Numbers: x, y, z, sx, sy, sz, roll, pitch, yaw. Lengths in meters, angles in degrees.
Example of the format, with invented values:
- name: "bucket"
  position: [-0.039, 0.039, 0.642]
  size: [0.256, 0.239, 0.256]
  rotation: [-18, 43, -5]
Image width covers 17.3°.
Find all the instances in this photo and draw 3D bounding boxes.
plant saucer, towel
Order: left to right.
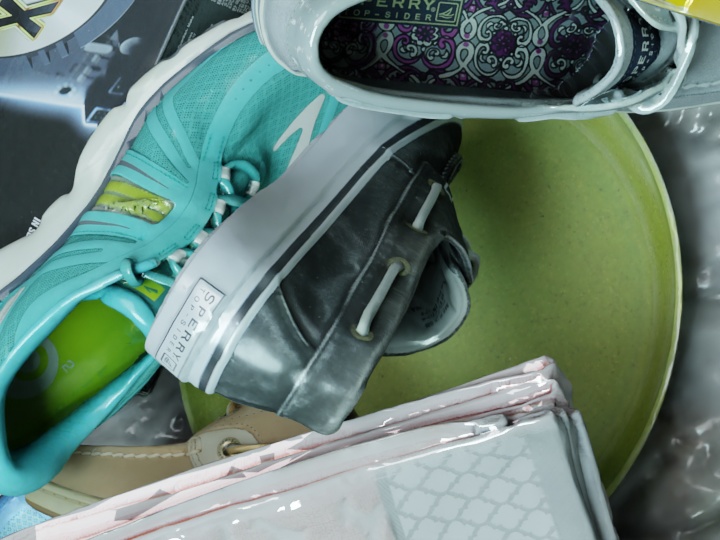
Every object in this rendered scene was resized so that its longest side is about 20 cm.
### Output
- name: "towel"
  position: [-0.001, 0.139, 0.718]
  size: [0.190, 0.201, 0.032]
  rotation: [-19, 28, 4]
- name: "plant saucer"
  position: [0.025, 0.013, 0.827]
  size: [0.199, 0.031, 0.201]
  rotation: [-5, 79, 29]

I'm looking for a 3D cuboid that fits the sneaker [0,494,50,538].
- name: "sneaker"
  position: [-0.075, 0.147, 0.829]
  size: [0.078, 0.090, 0.200]
  rotation: [-48, 62, 15]

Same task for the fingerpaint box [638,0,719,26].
- name: "fingerpaint box"
  position: [0.091, -0.158, 0.649]
  size: [0.199, 0.073, 0.168]
  rotation: [16, 102, -5]

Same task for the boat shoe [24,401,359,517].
- name: "boat shoe"
  position: [-0.018, 0.069, 0.791]
  size: [0.199, 0.071, 0.065]
  rotation: [4, 78, 23]

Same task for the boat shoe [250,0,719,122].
- name: "boat shoe"
  position: [0.068, -0.073, 0.732]
  size: [0.072, 0.200, 0.070]
  rotation: [-119, 31, -60]

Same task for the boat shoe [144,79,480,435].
- name: "boat shoe"
  position: [0.000, 0.000, 0.732]
  size: [0.071, 0.200, 0.072]
  rotation: [36, 121, 3]

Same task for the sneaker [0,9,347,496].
- name: "sneaker"
  position: [-0.066, -0.002, 0.796]
  size: [0.200, 0.077, 0.080]
  rotation: [-49, 30, -4]

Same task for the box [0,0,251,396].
- name: "box"
  position: [-0.120, -0.078, 0.895]
  size: [0.163, 0.086, 0.201]
  rotation: [29, 97, 30]
